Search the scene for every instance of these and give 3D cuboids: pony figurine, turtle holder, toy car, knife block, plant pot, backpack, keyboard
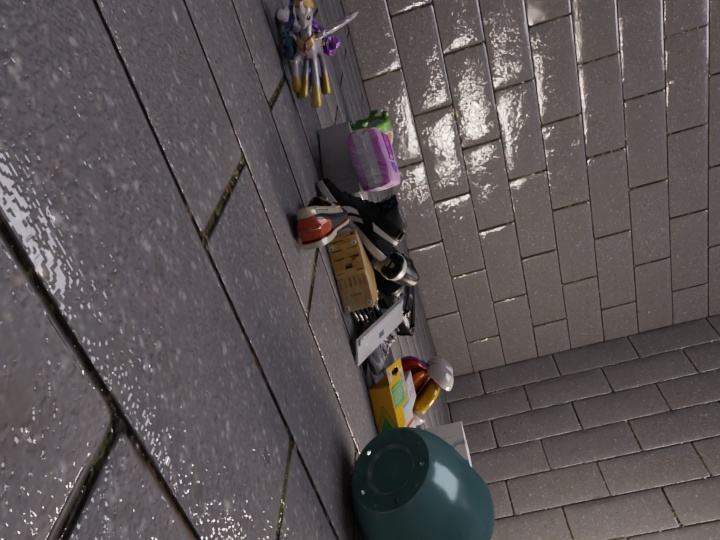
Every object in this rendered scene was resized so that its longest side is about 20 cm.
[{"bbox_3d":[-0.092,-0.442,1.161,0.195,0.161,0.205,-73,164,-60],"label":"pony figurine"},{"bbox_3d":[0.028,-0.448,2.006,0.141,0.181,0.135,-44,125,-42],"label":"turtle holder"},{"bbox_3d":[0.154,0.302,1.624,0.149,0.176,0.200,39,8,4],"label":"toy car"},{"bbox_3d":[-0.005,0.013,1.224,0.176,0.062,0.206,-63,138,-78],"label":"knife block"},{"bbox_3d":[0.075,0.327,0.872,0.162,0.196,0.203,55,19,-34],"label":"plant pot"},{"bbox_3d":[0.083,0.047,1.571,0.164,0.149,0.205,56,42,-52],"label":"backpack"},{"bbox_3d":[0.041,0.121,1.221,0.199,0.010,0.058,-37,136,-52],"label":"keyboard"}]

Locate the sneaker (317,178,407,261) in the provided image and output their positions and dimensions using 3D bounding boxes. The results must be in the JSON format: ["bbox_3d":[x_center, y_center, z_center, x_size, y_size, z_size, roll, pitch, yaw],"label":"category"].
[{"bbox_3d":[0.014,-0.129,1.191,0.201,0.112,0.073,48,5,-7],"label":"sneaker"}]

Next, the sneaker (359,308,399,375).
[{"bbox_3d":[0.044,0.139,1.288,0.202,0.080,0.076,-91,164,-57],"label":"sneaker"}]

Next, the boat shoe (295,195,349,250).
[{"bbox_3d":[-0.065,-0.090,0.986,0.200,0.069,0.064,-64,136,-71],"label":"boat shoe"}]

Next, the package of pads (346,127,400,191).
[{"bbox_3d":[0.032,-0.235,1.285,0.200,0.074,0.124,-38,113,-77],"label":"package of pads"}]

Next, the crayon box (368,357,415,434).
[{"bbox_3d":[0.070,0.299,1.261,0.125,0.050,0.206,-9,87,-72],"label":"crayon box"}]

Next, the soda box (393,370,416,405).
[{"bbox_3d":[0.091,0.291,1.424,0.200,0.062,0.070,0,77,-82],"label":"soda box"}]

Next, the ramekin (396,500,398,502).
[{"bbox_3d":[0.139,0.516,1.279,0.200,0.095,0.206,-14,91,-82],"label":"ramekin"}]

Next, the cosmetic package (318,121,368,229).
[{"bbox_3d":[-0.035,-0.211,1.325,0.114,0.079,0.205,64,14,-56],"label":"cosmetic package"}]

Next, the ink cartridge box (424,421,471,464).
[{"bbox_3d":[0.271,0.604,1.858,0.202,0.142,0.150,-91,164,-59],"label":"ink cartridge box"}]

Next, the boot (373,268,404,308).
[{"bbox_3d":[0.069,0.035,1.373,0.201,0.066,0.133,-114,-175,-58],"label":"boot"}]

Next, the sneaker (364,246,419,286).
[{"bbox_3d":[0.062,-0.018,1.272,0.090,0.067,0.200,33,7,-33],"label":"sneaker"}]
